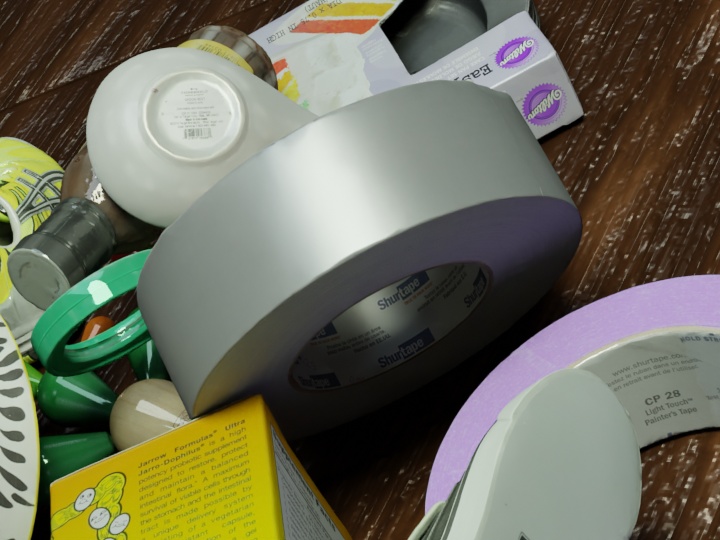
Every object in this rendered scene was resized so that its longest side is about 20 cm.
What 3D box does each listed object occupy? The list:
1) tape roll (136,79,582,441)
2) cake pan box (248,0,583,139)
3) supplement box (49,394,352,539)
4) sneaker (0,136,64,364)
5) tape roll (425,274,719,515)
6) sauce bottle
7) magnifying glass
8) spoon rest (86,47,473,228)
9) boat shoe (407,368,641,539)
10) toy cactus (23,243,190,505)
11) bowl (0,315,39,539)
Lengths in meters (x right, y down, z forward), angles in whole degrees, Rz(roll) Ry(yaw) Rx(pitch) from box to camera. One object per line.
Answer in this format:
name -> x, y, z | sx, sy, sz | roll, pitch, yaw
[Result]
tape roll -> 0.000, 0.000, 0.969 | 0.199, 0.200, 0.066 | -30, 69, 0
cake pan box -> 0.012, -0.104, 1.212 | 0.199, 0.052, 0.185 | -28, 39, 3
supplement box -> -0.059, 0.170, 0.890 | 0.109, 0.109, 0.201 | -23, 37, 9
sneaker -> -0.206, -0.031, 1.254 | 0.075, 0.077, 0.200 | -29, 35, 4
tape roll -> 0.129, 0.095, 0.885 | 0.198, 0.066, 0.201 | -18, 37, 15
sauce bottle -> -0.116, -0.055, 1.124 | 0.064, 0.065, 0.200 | 0, 35, 34
magnifying glass -> -0.078, 0.002, 1.068 | 0.199, 0.080, 0.022 | -21, 67, -35
spoon rest -> -0.041, -0.068, 1.091 | 0.198, 0.061, 0.100 | 0, 70, -6
boat shoe -> 0.046, 0.112, 0.806 | 0.063, 0.071, 0.200 | -30, 15, 42
toy cactus -> -0.134, 0.060, 1.098 | 0.164, 0.103, 0.200 | 17, 46, 33
bowl -> -0.255, 0.095, 1.035 | 0.200, 0.094, 0.203 | -5, 83, 42
